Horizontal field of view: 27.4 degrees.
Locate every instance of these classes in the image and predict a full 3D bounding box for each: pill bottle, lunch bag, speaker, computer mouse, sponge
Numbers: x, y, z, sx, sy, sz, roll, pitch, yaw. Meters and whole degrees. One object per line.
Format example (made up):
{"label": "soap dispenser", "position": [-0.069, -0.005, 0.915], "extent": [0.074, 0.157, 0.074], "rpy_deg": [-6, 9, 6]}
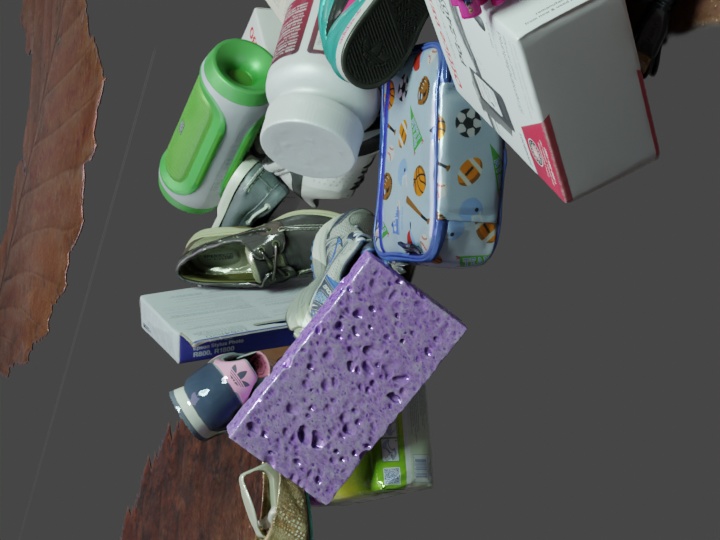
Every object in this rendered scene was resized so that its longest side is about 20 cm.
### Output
{"label": "pill bottle", "position": [-0.027, -0.193, 1.373], "extent": [0.110, 0.109, 0.201], "rpy_deg": [-41, 30, 58]}
{"label": "lunch bag", "position": [0.062, -0.095, 1.283], "extent": [0.160, 0.075, 0.201], "rpy_deg": [-170, 84, -67]}
{"label": "speaker", "position": [-0.149, -0.146, 1.536], "extent": [0.200, 0.088, 0.089], "rpy_deg": [123, 142, -47]}
{"label": "computer mouse", "position": [0.178, -0.226, 1.077], "extent": [0.200, 0.044, 0.110], "rpy_deg": [-125, 37, -47]}
{"label": "sponge", "position": [-0.012, 0.093, 1.276], "extent": [0.200, 0.111, 0.030], "rpy_deg": [-52, 16, 3]}

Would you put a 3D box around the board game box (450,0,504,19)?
{"label": "board game box", "position": [0.120, -0.262, 1.049], "extent": [0.200, 0.199, 0.026], "rpy_deg": [56, 170, 52]}

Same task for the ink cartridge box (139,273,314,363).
{"label": "ink cartridge box", "position": [-0.103, 0.051, 1.479], "extent": [0.200, 0.199, 0.041], "rpy_deg": [-152, 56, -65]}

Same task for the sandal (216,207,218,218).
{"label": "sandal", "position": [-0.134, -0.057, 1.713], "extent": [0.045, 0.075, 0.201], "rpy_deg": [111, 149, -53]}

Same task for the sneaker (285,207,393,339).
{"label": "sneaker", "position": [0.000, 0.000, 1.377], "extent": [0.085, 0.077, 0.200], "rpy_deg": [-35, 22, 31]}

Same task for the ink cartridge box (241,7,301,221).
{"label": "ink cartridge box", "position": [-0.097, -0.168, 1.621], "extent": [0.200, 0.084, 0.145], "rpy_deg": [122, 141, -46]}

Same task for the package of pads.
{"label": "package of pads", "position": [-0.002, 0.140, 1.405], "extent": [0.200, 0.068, 0.155], "rpy_deg": [154, 115, -62]}

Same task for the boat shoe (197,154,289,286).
{"label": "boat shoe", "position": [-0.127, -0.036, 1.591], "extent": [0.073, 0.062, 0.200], "rpy_deg": [-52, -9, -45]}

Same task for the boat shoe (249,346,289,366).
{"label": "boat shoe", "position": [-0.095, 0.077, 1.605], "extent": [0.200, 0.076, 0.072], "rpy_deg": [-175, 88, -65]}

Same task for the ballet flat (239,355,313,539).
{"label": "ballet flat", "position": [-0.086, 0.182, 1.428], "extent": [0.070, 0.065, 0.201], "rpy_deg": [143, 124, -64]}

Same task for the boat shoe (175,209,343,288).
{"label": "boat shoe", "position": [-0.097, -0.013, 1.511], "extent": [0.066, 0.200, 0.072], "rpy_deg": [-59, -43, -54]}

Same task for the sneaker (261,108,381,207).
{"label": "sneaker", "position": [-0.012, -0.118, 1.470], "extent": [0.200, 0.080, 0.074], "rpy_deg": [-15, 32, 53]}

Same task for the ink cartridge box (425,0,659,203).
{"label": "ink cartridge box", "position": [0.122, -0.164, 1.071], "extent": [0.200, 0.083, 0.146], "rpy_deg": [54, 170, 53]}

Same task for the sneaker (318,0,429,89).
{"label": "sneaker", "position": [0.034, -0.247, 1.285], "extent": [0.200, 0.084, 0.121], "rpy_deg": [-50, 27, -4]}

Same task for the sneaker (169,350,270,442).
{"label": "sneaker", "position": [-0.111, 0.106, 1.360], "extent": [0.070, 0.082, 0.200], "rpy_deg": [55, -173, -2]}

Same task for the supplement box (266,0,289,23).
{"label": "supplement box", "position": [-0.058, -0.343, 1.566], "extent": [0.200, 0.073, 0.127], "rpy_deg": [-121, 41, -51]}
